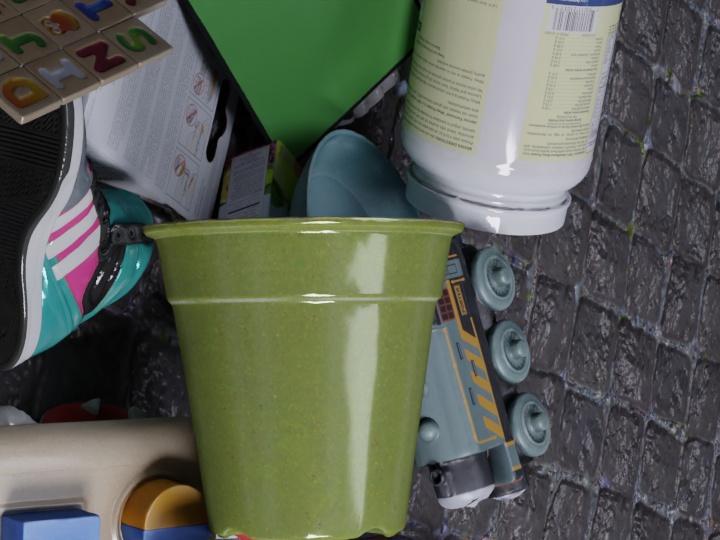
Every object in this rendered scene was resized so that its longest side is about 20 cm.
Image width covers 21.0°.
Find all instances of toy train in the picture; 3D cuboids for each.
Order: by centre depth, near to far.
[{"bbox_3d":[0.064,0.067,1.355,0.114,0.085,0.202,-12,87,-52],"label":"toy train"}]

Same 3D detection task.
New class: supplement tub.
[{"bbox_3d":[0.107,-0.140,1.416,0.145,0.144,0.202,-16,122,-52],"label":"supplement tub"}]

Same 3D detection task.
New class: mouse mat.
[{"bbox_3d":[-0.037,-0.187,1.366,0.161,0.008,0.200,-44,134,-15],"label":"mouse mat"}]

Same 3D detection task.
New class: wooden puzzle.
[{"bbox_3d":[-0.158,0.194,1.185,0.184,0.046,0.202,0,89,-40],"label":"wooden puzzle"}]

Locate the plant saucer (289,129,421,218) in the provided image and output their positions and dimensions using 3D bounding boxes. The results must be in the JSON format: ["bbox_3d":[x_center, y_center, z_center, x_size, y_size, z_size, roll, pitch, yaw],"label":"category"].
[{"bbox_3d":[0.000,0.000,1.392,0.200,0.036,0.201,43,38,-46],"label":"plant saucer"}]

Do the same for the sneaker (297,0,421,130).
[{"bbox_3d":[-0.009,-0.164,1.464,0.199,0.081,0.076,-25,125,-30],"label":"sneaker"}]

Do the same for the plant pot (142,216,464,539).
[{"bbox_3d":[-0.035,0.067,1.197,0.199,0.199,0.192,2,88,-53],"label":"plant pot"}]

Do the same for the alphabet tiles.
[{"bbox_3d":[-0.210,-0.157,1.134,0.200,0.166,0.006,-34,159,-47],"label":"alphabet tiles"}]

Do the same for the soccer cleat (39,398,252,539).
[{"bbox_3d":[-0.133,0.149,1.299,0.199,0.085,0.069,24,49,-24],"label":"soccer cleat"}]

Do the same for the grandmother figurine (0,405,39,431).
[{"bbox_3d":[-0.229,0.183,1.188,0.121,0.060,0.202,15,82,-62],"label":"grandmother figurine"}]

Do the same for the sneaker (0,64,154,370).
[{"bbox_3d":[-0.176,-0.043,1.197,0.121,0.083,0.201,-28,141,-53],"label":"sneaker"}]

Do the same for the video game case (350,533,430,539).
[{"bbox_3d":[0.014,0.215,1.414,0.199,0.181,0.024,5,90,-53],"label":"video game case"}]

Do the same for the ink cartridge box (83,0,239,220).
[{"bbox_3d":[-0.145,-0.131,1.313,0.200,0.057,0.164,48,52,-67],"label":"ink cartridge box"}]

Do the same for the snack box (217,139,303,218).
[{"bbox_3d":[-0.033,0.023,1.415,0.200,0.053,0.143,47,37,-42],"label":"snack box"}]
